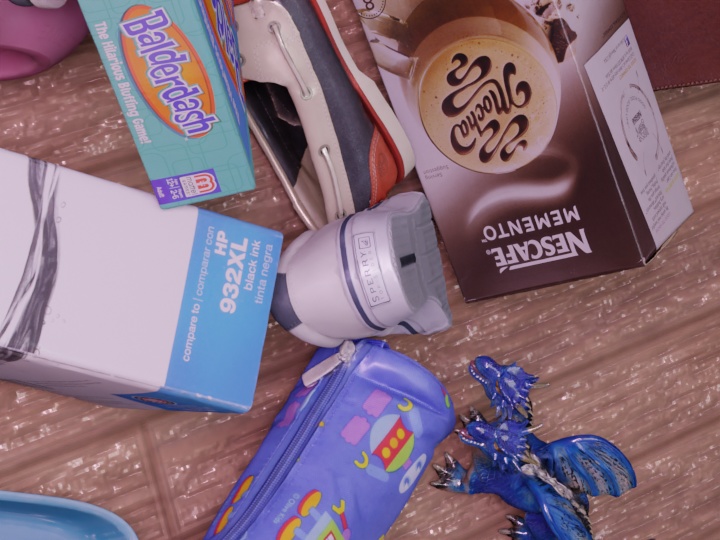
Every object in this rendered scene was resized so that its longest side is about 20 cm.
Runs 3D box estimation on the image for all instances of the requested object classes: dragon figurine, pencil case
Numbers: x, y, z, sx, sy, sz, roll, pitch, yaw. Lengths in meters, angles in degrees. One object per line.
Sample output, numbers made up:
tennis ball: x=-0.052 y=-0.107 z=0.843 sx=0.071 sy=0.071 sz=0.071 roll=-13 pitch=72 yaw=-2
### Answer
dragon figurine: x=0.106 y=0.118 z=1.032 sx=0.200 sy=0.099 sz=0.059 roll=42 pitch=69 yaw=-25
pencil case: x=-0.028 y=0.115 z=0.936 sx=0.200 sy=0.078 sz=0.087 roll=-54 pitch=133 yaw=-35

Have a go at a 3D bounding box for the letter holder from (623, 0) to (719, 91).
letter holder: x=0.166 y=-0.181 z=1.016 sx=0.142 sy=0.200 sz=0.101 roll=44 pitch=68 yaw=-24

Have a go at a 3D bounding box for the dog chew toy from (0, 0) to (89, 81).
dog chew toy: x=-0.171 y=-0.188 z=0.851 sx=0.124 sy=0.124 sz=0.202 roll=3 pitch=79 yaw=-33

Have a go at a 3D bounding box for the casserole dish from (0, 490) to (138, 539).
casserole dish: x=-0.187 y=0.158 z=0.878 sx=0.199 sy=0.039 sz=0.122 roll=11 pitch=84 yaw=-32

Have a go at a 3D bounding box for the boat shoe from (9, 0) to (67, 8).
boat shoe: x=-0.156 y=-0.195 z=0.772 sx=0.073 sy=0.061 sz=0.201 roll=22 pitch=56 yaw=-75

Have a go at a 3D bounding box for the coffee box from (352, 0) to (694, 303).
coffee box: x=0.082 y=-0.096 z=1.000 sx=0.080 sy=0.112 sz=0.201 roll=-38 pitch=110 yaw=-54

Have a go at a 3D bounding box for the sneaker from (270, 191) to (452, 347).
sneaker: x=0.000 y=0.000 z=0.946 sx=0.070 sy=0.200 sz=0.074 roll=-12 pitch=85 yaw=11

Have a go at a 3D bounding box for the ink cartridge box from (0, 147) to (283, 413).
ink cartridge box: x=-0.157 y=0.001 z=0.836 sx=0.199 sy=0.145 sz=0.084 roll=17 pitch=80 yaw=-31

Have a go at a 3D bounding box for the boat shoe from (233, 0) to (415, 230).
boat shoe: x=-0.047 y=-0.105 z=0.957 sx=0.063 sy=0.071 sz=0.200 roll=-45 pitch=116 yaw=-22

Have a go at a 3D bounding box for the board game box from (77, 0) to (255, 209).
board game box: x=-0.087 y=-0.151 z=0.797 sx=0.045 sy=0.152 sz=0.201 roll=-11 pitch=53 yaw=3
